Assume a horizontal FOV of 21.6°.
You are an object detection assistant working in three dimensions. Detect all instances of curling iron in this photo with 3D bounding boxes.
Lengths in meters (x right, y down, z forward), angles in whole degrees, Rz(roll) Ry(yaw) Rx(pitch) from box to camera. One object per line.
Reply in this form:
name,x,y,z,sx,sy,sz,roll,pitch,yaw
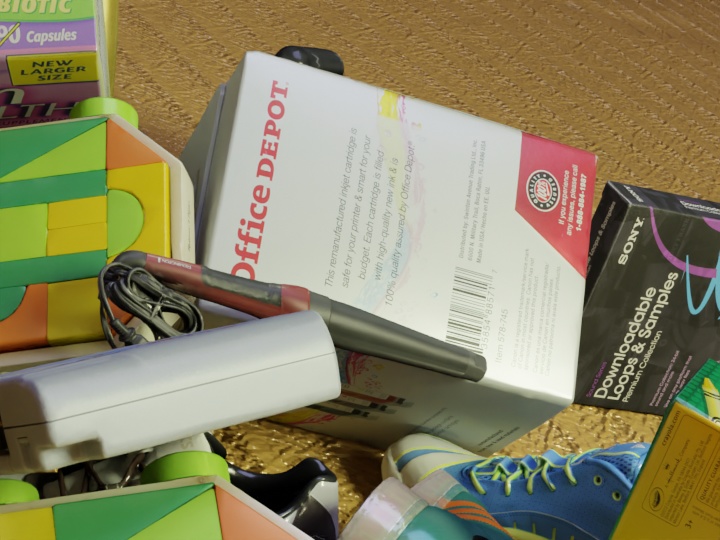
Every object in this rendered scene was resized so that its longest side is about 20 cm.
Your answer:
curling iron,-0.030,0.029,0.869,0.199,0.050,0.026,11,-10,-28

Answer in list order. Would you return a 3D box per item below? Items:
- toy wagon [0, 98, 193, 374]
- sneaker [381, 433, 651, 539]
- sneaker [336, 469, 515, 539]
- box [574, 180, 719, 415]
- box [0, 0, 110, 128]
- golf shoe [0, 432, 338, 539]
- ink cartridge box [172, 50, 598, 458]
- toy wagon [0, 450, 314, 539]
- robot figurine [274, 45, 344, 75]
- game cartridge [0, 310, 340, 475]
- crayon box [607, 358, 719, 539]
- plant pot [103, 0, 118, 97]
toy wagon,-0.179,-0.003,0.896,0.199,0.040,0.156,-7,62,6
sneaker,0.103,0.113,0.935,0.200,0.105,0.076,33,23,27
sneaker,0.039,0.137,0.826,0.080,0.071,0.200,35,2,13
box,0.216,0.027,1.216,0.199,0.143,0.036,9,24,-28
box,-0.221,-0.112,0.985,0.175,0.097,0.200,-3,-18,-7
golf shoe,-0.103,0.097,0.789,0.199,0.095,0.078,11,23,-21
ink cartridge box,0.000,0.000,0.990,0.199,0.146,0.145,16,-23,-15
toy wagon,-0.105,0.142,0.634,0.199,0.040,0.156,-7,59,-10
robot figurine,-0.006,-0.057,1.216,0.150,0.125,0.200,33,14,20
game cartridge,-0.099,0.049,0.724,0.133,0.042,0.200,-17,2,-33
crayon box,0.142,0.152,0.735,0.119,0.200,0.058,27,23,16
plant pot,-0.252,-0.189,1.215,0.199,0.177,0.200,13,13,-21
